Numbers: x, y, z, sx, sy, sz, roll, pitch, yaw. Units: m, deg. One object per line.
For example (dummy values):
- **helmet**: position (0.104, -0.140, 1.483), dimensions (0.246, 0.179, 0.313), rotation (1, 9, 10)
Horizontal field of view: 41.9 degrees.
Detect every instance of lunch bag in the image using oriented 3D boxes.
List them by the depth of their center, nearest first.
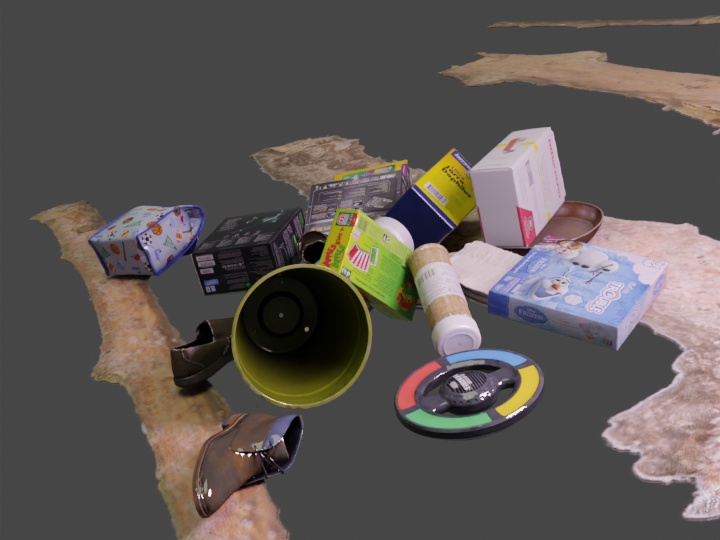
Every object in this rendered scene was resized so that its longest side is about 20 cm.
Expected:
- **lunch bag**: position (-0.451, -0.075, 2.037), dimensions (0.168, 0.125, 0.200), rotation (0, 34, 33)

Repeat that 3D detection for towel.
- **towel**: position (0.218, 0.011, 1.488), dimensions (0.199, 0.035, 0.132), rotation (21, 40, 37)

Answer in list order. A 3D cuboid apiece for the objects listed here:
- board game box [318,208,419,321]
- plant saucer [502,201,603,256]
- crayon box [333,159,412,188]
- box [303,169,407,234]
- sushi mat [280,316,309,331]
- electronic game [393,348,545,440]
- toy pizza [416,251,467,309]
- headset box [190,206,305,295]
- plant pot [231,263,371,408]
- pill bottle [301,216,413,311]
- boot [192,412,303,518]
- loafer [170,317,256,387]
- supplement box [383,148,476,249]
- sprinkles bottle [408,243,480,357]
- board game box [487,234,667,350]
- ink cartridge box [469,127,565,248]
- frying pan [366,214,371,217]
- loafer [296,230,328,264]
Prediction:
- **board game box**: position (0.023, -0.006, 1.448), dimensions (0.047, 0.200, 0.103), rotation (6, 72, 40)
- **plant saucer**: position (0.327, -0.069, 1.651), dimensions (0.198, 0.035, 0.201), rotation (-12, 22, 5)
- **crayon box**: position (0.023, -0.167, 2.041), dimensions (0.171, 0.059, 0.200), rotation (-12, 23, 10)
- **box**: position (-0.009, -0.118, 1.882), dimensions (0.198, 0.049, 0.160), rotation (-9, 47, 15)
- **sushi mat**: position (-0.081, 0.076, 1.590), dimensions (0.199, 0.012, 0.095), rotation (-26, 25, -25)
- **electronic game**: position (0.140, 0.157, 1.222), dimensions (0.198, 0.042, 0.200), rotation (-12, 23, 5)
- **toy pizza**: position (0.136, 0.008, 1.591), dimensions (0.198, 0.032, 0.201), rotation (-13, 22, 5)
- **headset box**: position (-0.207, -0.043, 1.843), dimensions (0.172, 0.094, 0.200), rotation (-7, 23, 18)
- **plant pot**: position (-0.102, 0.080, 1.389), dimensions (0.198, 0.202, 0.193), rotation (-19, 11, -11)
- **pill bottle**: position (0.000, 0.000, 1.552), dimensions (0.119, 0.121, 0.200), rotation (5, 36, 40)
- **boot**: position (-0.139, 0.232, 1.174), dimensions (0.096, 0.075, 0.200), rotation (-11, 20, 16)
- **loafer**: position (-0.220, 0.107, 1.492), dimensions (0.073, 0.072, 0.200), rotation (-3, 25, 43)
- **supplement box**: position (0.143, -0.122, 1.741), dimensions (0.109, 0.110, 0.200), rotation (-46, -1, 40)
- **sprinkles bottle**: position (0.122, 0.043, 1.395), dimensions (0.067, 0.069, 0.201), rotation (-14, 40, 0)
- **board game box**: position (0.319, 0.025, 1.374), dimensions (0.197, 0.044, 0.200), rotation (16, 36, 31)
- **ink cartridge box**: position (0.275, -0.145, 1.630), dimensions (0.083, 0.147, 0.200), rotation (-1, 25, 33)
- **frying pan**: position (0.017, -0.061, 1.722), dimensions (0.189, 0.031, 0.116), rotation (-27, 45, 44)
- **loafer**: position (-0.075, -0.037, 1.742), dimensions (0.073, 0.071, 0.200), rotation (-57, 30, -1)
